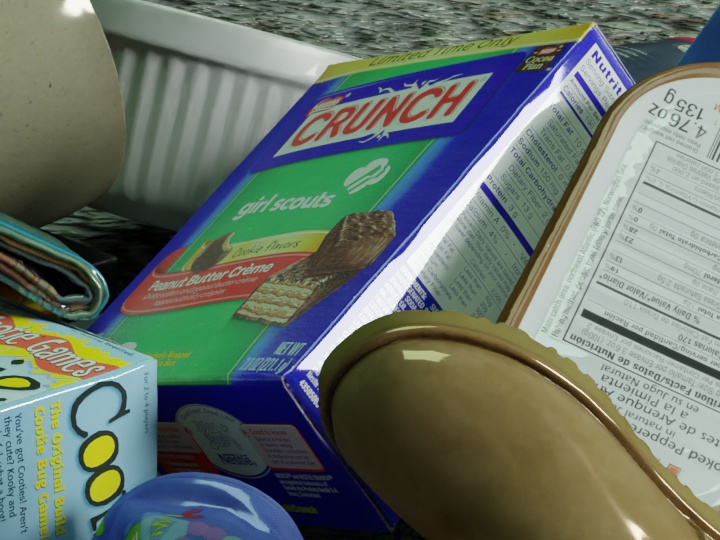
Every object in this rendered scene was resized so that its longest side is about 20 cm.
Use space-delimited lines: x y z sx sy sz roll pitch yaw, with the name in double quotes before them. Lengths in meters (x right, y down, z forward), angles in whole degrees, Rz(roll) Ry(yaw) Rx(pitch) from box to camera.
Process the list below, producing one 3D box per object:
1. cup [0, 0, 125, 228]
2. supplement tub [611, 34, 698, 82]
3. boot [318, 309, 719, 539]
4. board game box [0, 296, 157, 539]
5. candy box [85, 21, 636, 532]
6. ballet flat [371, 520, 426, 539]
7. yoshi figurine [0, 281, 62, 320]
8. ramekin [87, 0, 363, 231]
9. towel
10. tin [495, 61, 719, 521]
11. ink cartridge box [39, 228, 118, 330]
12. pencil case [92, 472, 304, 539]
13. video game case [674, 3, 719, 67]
"cup" -0.227 -0.082 0.982 0.199 0.202 0.143 19 45 42
"supplement tub" 0.103 -0.033 1.009 0.199 0.142 0.140 -12 23 -34
"boot" 0.065 0.109 0.557 0.174 0.066 0.200 32 23 -16
"board game box" -0.173 0.086 0.692 0.103 0.106 0.199 18 24 42
"candy box" 0.000 0.000 0.810 0.168 0.077 0.200 -4 37 52
"ballet flat" 0.041 0.058 0.851 0.073 0.075 0.200 2 18 1
"yoshi figurine" -0.229 0.013 0.855 0.199 0.112 0.113 23 64 12
"ramekin" -0.079 -0.075 1.109 0.198 0.106 0.200 14 4 -1
"towel" -0.172 -0.026 0.817 0.146 0.022 0.200 26 -2 -15
"tin" 0.109 0.011 0.721 0.111 0.042 0.201 22 58 11
"ink cartridge box" -0.220 -0.004 1.063 0.199 0.040 0.099 16 24 39
"pencil case" -0.081 0.129 0.615 0.086 0.079 0.200 -1 17 20
"video game case" 0.183 -0.035 0.878 0.180 0.201 0.046 7 41 -37
